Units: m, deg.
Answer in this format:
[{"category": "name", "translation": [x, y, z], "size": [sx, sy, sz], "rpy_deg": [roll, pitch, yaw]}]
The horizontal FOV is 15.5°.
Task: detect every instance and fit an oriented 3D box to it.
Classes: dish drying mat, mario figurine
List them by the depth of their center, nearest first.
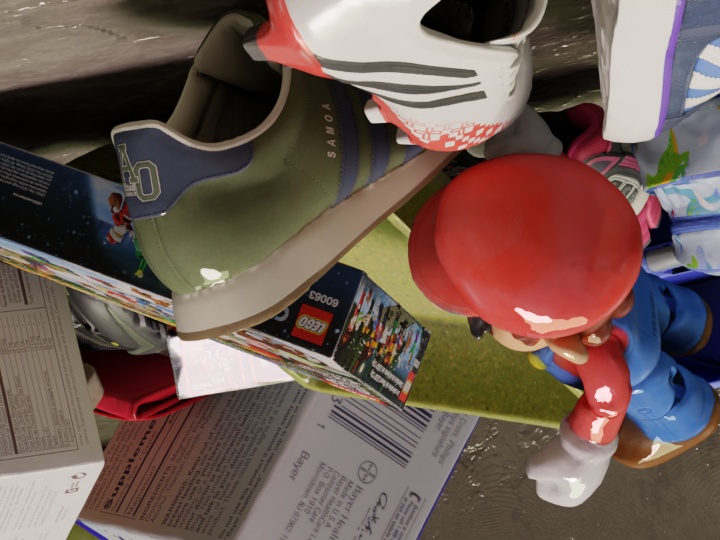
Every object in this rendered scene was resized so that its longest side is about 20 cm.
[{"category": "mario figurine", "translation": [0.071, 0.013, 1.049], "size": [0.106, 0.123, 0.200], "rpy_deg": [-43, 146, 5]}, {"category": "dish drying mat", "translation": [-0.176, 0.048, 1.467], "size": [0.200, 0.018, 0.077], "rpy_deg": [14, -156, 35]}]

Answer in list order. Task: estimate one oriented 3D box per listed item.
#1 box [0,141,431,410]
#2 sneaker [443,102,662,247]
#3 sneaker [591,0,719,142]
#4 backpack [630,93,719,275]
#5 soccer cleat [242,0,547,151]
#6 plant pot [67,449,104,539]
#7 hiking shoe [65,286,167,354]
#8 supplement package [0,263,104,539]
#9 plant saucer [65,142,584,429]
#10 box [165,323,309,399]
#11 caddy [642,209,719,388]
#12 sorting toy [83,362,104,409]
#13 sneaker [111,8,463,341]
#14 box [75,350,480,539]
[{"category": "box", "translation": [-0.080, -0.002, 1.080], "size": [0.200, 0.038, 0.137], "rpy_deg": [20, 173, 16]}, {"category": "sneaker", "translation": [0.039, -0.042, 1.246], "size": [0.200, 0.081, 0.075], "rpy_deg": [-9, 142, 20]}, {"category": "sneaker", "translation": [0.153, -0.098, 0.890], "size": [0.146, 0.081, 0.200], "rpy_deg": [-6, 167, 1]}, {"category": "backpack", "translation": [0.185, -0.060, 1.077], "size": [0.163, 0.154, 0.200], "rpy_deg": [-6, 162, 22]}, {"category": "soccer cleat", "translation": [0.033, -0.085, 0.905], "size": [0.085, 0.069, 0.200], "rpy_deg": [-8, 169, 24]}, {"category": "plant pot", "translation": [-0.258, 0.265, 2.856], "size": [0.200, 0.188, 0.187], "rpy_deg": [3, -179, 35]}, {"category": "hiking shoe", "translation": [-0.150, 0.017, 1.395], "size": [0.100, 0.076, 0.200], "rpy_deg": [-13, 173, 1]}, {"category": "supplement package", "translation": [-0.241, 0.062, 1.212], "size": [0.200, 0.151, 0.152], "rpy_deg": [-7, 157, -21]}, {"category": "plant saucer", "translation": [-0.001, -0.005, 1.152], "size": [0.199, 0.048, 0.200], "rpy_deg": [6, 154, 44]}, {"category": "box", "translation": [0.000, 0.000, 1.331], "size": [0.199, 0.040, 0.137], "rpy_deg": [-10, -151, -2]}, {"category": "caddy", "translation": [0.193, -0.013, 1.366], "size": [0.200, 0.142, 0.105], "rpy_deg": [-15, 176, 32]}, {"category": "sorting toy", "translation": [-0.270, 0.088, 1.359], "size": [0.200, 0.199, 0.070], "rpy_deg": [11, 139, 27]}, {"category": "sneaker", "translation": [-0.019, -0.063, 0.980], "size": [0.067, 0.090, 0.200], "rpy_deg": [-9, -154, 43]}, {"category": "box", "translation": [-0.042, 0.093, 1.467], "size": [0.105, 0.184, 0.200], "rpy_deg": [36, 163, -27]}]
